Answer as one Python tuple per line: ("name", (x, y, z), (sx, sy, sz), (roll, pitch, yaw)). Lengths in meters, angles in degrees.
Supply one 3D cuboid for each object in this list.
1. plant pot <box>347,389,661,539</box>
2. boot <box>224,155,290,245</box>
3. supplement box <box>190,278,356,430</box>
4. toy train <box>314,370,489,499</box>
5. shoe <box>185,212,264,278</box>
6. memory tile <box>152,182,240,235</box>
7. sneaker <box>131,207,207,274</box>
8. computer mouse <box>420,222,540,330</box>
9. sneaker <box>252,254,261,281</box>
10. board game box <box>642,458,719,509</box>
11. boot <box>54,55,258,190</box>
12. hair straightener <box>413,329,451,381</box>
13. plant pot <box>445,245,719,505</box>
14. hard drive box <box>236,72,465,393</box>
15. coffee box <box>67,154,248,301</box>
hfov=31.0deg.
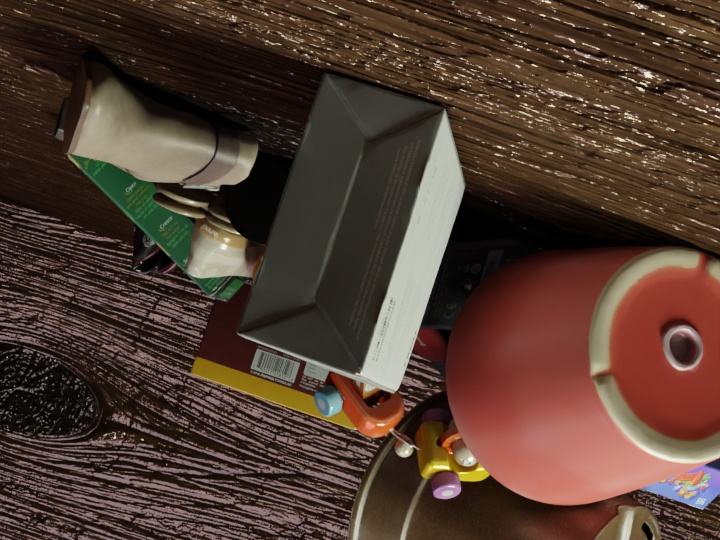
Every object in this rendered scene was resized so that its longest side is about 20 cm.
("plant pot", (0.127, 0.227, 1.073), (0.197, 0.202, 0.200), (22, 178, 39))
("boot", (-0.004, -0.035, 1.125), (0.199, 0.070, 0.173), (24, -173, 37))
("supplement box", (-0.062, 0.053, 1.469), (0.196, 0.202, 0.133), (18, 175, 4))
("toy train", (0.072, 0.091, 1.021), (0.199, 0.151, 0.056), (-20, 153, -30))
("shoe", (-0.106, -0.024, 1.236), (0.070, 0.054, 0.200), (26, -168, 21))
("memory tile", (-0.117, -0.063, 1.216), (0.152, 0.017, 0.200), (20, -169, -8))
("sneaker", (-0.249, -0.057, 1.461), (0.075, 0.117, 0.199), (23, 173, -41))
("computer mouse", (0.059, -0.004, 1.032), (0.198, 0.140, 0.053), (7, -157, -30))
("sneaker", (-0.056, 0.022, 1.235), (0.077, 0.073, 0.200), (52, -177, 29))
("board game box", (0.229, 0.098, 1.119), (0.134, 0.045, 0.201), (21, -145, -23))
("boot", (-0.148, -0.102, 0.966), (0.145, 0.071, 0.200), (14, 178, -17))
("hair straightener", (0.077, 0.049, 1.161), (0.041, 0.078, 0.200), (-6, 151, 25))
("plant pot", (0.183, 0.067, 0.920), (0.199, 0.202, 0.177), (20, 165, -14))
("hard drive box", (0.003, -0.013, 0.802), (0.076, 0.157, 0.200), (18, 174, 10))
("coffee box", (-0.199, -0.053, 1.303), (0.200, 0.044, 0.123), (44, 178, 3))
